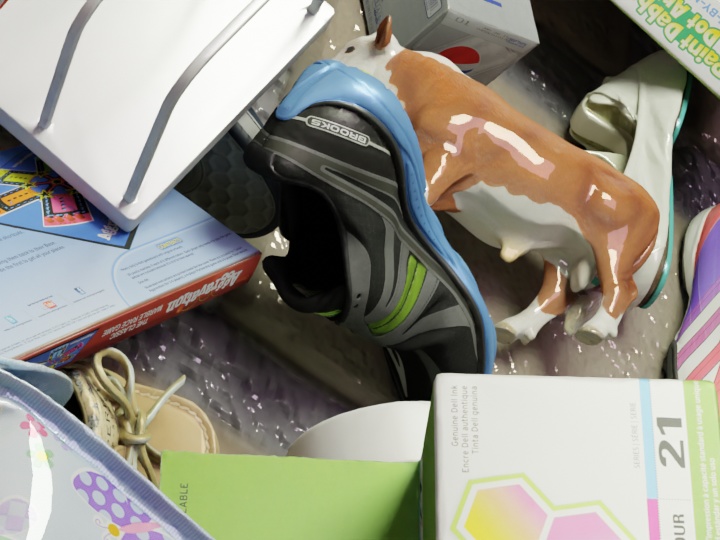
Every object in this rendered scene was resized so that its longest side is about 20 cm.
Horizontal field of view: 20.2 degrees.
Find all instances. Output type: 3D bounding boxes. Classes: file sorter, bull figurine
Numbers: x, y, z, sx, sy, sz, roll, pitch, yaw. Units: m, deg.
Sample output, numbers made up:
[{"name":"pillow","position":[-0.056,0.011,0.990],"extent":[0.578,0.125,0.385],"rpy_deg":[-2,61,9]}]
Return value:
[{"name":"file sorter","position":[-0.113,-0.146,0.802],"extent":[0.200,0.125,0.139],"rpy_deg":[41,64,1]},{"name":"bull figurine","position":[0.059,-0.041,1.005],"extent":[0.200,0.065,0.121],"rpy_deg":[25,60,-9]}]

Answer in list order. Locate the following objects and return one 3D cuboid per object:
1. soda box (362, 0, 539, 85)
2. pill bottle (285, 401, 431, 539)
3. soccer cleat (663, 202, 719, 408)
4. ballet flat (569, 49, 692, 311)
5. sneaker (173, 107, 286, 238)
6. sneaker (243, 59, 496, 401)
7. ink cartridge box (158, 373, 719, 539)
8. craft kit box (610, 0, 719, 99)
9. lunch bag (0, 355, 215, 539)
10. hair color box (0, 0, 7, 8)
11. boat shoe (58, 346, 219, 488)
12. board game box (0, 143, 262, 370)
[{"name":"soda box","position":[0.038,-0.196,1.111],"extent":[0.068,0.063,0.200],"rpy_deg":[16,52,-36]},{"name":"pill bottle","position":[0.025,0.160,0.797],"extent":[0.114,0.114,0.200],"rpy_deg":[16,52,-35]},{"name":"soccer cleat","position":[0.214,0.029,1.103],"extent":[0.068,0.073,0.200],"rpy_deg":[33,43,-21]},{"name":"ballet flat","position":[0.144,-0.064,1.121],"extent":[0.069,0.069,0.200],"rpy_deg":[34,44,-20]},{"name":"sneaker","position":[-0.085,-0.121,0.931],"extent":[0.202,0.077,0.146],"rpy_deg":[44,43,-7]},{"name":"sneaker","position":[0.000,0.000,0.895],"extent":[0.083,0.071,0.200],"rpy_deg":[-41,131,-20]},{"name":"ink cartridge box","position":[0.025,0.116,0.712],"extent":[0.200,0.076,0.148],"rpy_deg":[2,59,-3]},{"name":"craft kit box","position":[0.181,-0.168,1.184],"extent":[0.200,0.049,0.198],"rpy_deg":[39,20,-15]},{"name":"lunch bag","position":[-0.140,0.111,0.635],"extent":[0.200,0.170,0.127],"rpy_deg":[41,44,-10]},{"name":"hair color box","position":[-0.196,-0.110,0.722],"extent":[0.111,0.200,0.064],"rpy_deg":[54,41,2]},{"name":"boat shoe","position":[-0.127,0.067,0.763],"extent":[0.200,0.063,0.073],"rpy_deg":[0,61,-44]},{"name":"board game box","position":[-0.130,-0.007,0.795],"extent":[0.103,0.019,0.200],"rpy_deg":[37,27,15]}]
